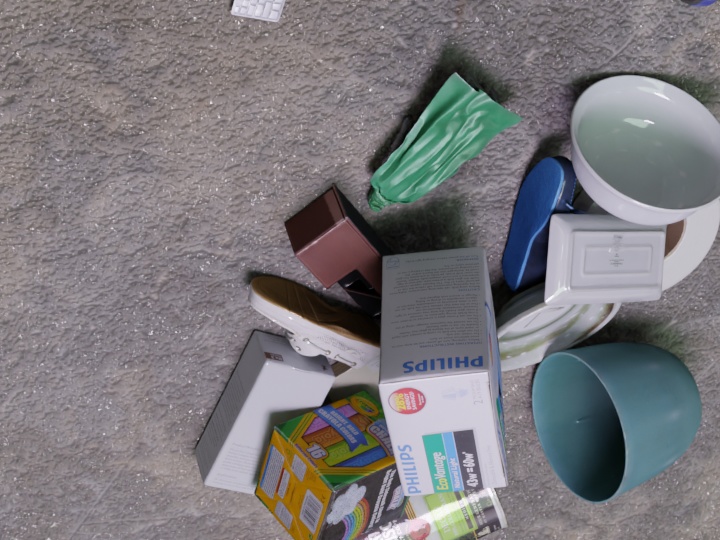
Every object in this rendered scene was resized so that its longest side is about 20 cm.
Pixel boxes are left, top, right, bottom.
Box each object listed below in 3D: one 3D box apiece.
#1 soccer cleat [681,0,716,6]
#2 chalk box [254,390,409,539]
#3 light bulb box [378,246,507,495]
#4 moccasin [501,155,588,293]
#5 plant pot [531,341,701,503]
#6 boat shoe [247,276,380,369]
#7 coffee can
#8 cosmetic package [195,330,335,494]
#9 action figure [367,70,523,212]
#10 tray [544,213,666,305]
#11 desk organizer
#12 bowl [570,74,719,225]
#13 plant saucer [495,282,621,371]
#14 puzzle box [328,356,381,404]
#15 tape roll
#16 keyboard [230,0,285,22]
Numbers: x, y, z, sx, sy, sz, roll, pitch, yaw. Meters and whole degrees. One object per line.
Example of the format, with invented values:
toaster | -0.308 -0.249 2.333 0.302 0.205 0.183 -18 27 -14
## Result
soccer cleat | 0.402 -0.391 1.616 0.083 0.065 0.202 -14 129 -47
chalk box | -0.010 0.242 1.809 0.199 0.124 0.126 -18 138 -40
light bulb box | 0.095 0.115 1.663 0.124 0.201 0.199 -6 133 8
moccasin | 0.227 -0.061 1.776 0.068 0.081 0.201 -4 139 -21
plant pot | 0.346 0.184 1.909 0.160 0.201 0.202 -15 129 -27
boat shoe | -0.061 0.073 1.765 0.199 0.071 0.069 27 118 -28
coffee can | 0.076 0.311 1.929 0.199 0.147 0.147 -24 128 -2
cosmetic package | -0.121 0.181 1.820 0.101 0.074 0.201 16 115 -28
action figure | 0.076 -0.138 1.675 0.118 0.055 0.200 30 117 -34
tray | 0.302 -0.013 1.754 0.199 0.022 0.108 -1 97 -37
desk organizer | 0.000 0.000 1.735 0.077 0.072 0.200 -35 127 10
bowl | 0.325 -0.124 1.702 0.199 0.202 0.091 -2 147 -17
plant saucer | 0.230 0.059 1.838 0.199 0.051 0.200 -20 156 -9
puzzle box | 0.060 0.132 1.875 0.199 0.025 0.133 -30 127 3
tape roll | 0.355 -0.055 1.837 0.201 0.037 0.204 -9 125 -13
keyboard | -0.081 -0.351 1.501 0.056 0.011 0.201 8 121 -23
